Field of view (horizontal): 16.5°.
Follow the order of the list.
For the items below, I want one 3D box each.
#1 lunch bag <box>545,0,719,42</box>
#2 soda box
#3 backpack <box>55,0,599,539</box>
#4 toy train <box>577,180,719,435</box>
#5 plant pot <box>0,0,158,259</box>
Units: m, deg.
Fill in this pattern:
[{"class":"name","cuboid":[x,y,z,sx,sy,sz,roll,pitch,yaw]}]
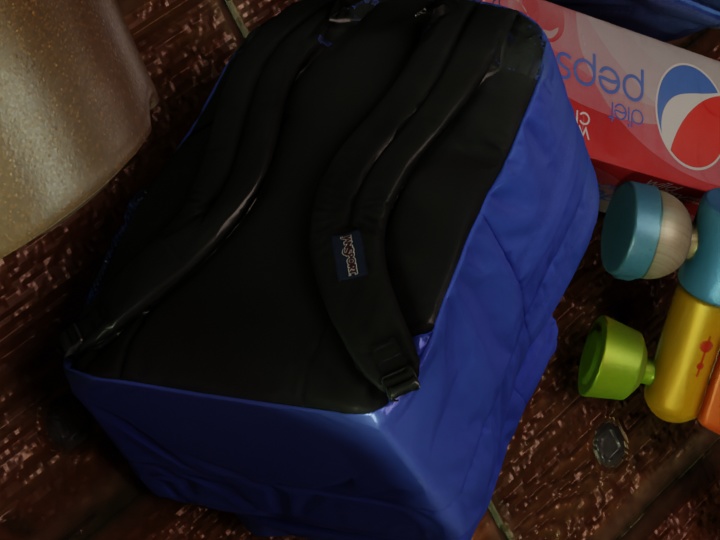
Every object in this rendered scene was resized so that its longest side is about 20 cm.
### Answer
[{"class":"lunch bag","cuboid":[0.116,-0.181,1.112,0.200,0.132,0.136,16,71,-38]},{"class":"soda box","cuboid":[0.105,-0.071,1.126,0.199,0.063,0.070,13,73,-40]},{"class":"backpack","cuboid":[0.000,0.000,0.962,0.201,0.162,0.168,-68,152,-27]},{"class":"toy train","cuboid":[0.150,0.054,1.133,0.115,0.085,0.201,11,115,-9]},{"class":"plant pot","cuboid":[-0.176,-0.104,0.814,0.200,0.200,0.199,-45,120,-37]}]
